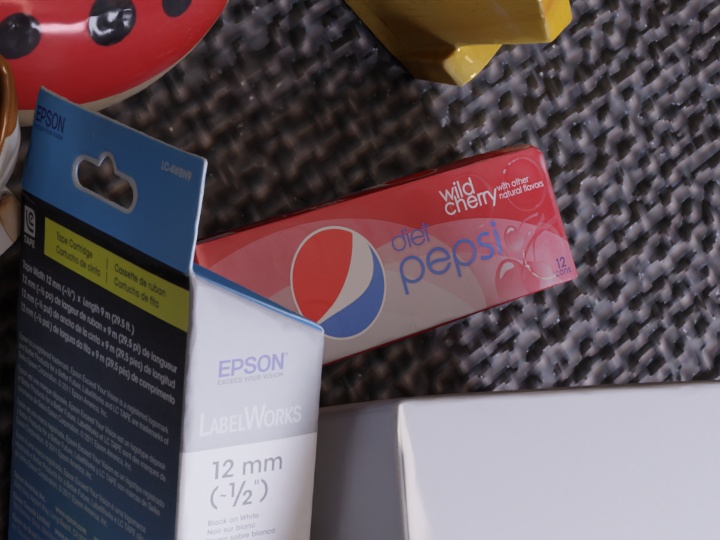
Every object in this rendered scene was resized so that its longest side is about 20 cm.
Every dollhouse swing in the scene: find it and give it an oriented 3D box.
[{"bbox_3d":[0.035,-0.205,0.923,0.200,0.176,0.182,47,61,-18],"label":"dollhouse swing"}]

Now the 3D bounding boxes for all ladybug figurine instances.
[{"bbox_3d":[-0.121,-0.136,0.870,0.200,0.072,0.136,-37,104,-32],"label":"ladybug figurine"}]

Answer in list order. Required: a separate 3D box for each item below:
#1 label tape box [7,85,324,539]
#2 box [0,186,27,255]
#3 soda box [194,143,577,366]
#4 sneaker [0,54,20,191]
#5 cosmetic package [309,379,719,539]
[{"bbox_3d":[-0.077,0.040,0.796,0.066,0.143,0.201,-3,106,-34],"label":"label tape box"},{"bbox_3d":[-0.222,-0.069,0.806,0.200,0.050,0.075,50,60,-17],"label":"box"},{"bbox_3d":[0.000,0.000,0.937,0.200,0.063,0.070,-18,93,-34],"label":"soda box"},{"bbox_3d":[-0.185,-0.001,0.735,0.073,0.085,0.200,27,67,-4],"label":"sneaker"},{"bbox_3d":[0.045,0.114,0.868,0.199,0.200,0.123,-1,84,-35],"label":"cosmetic package"}]
